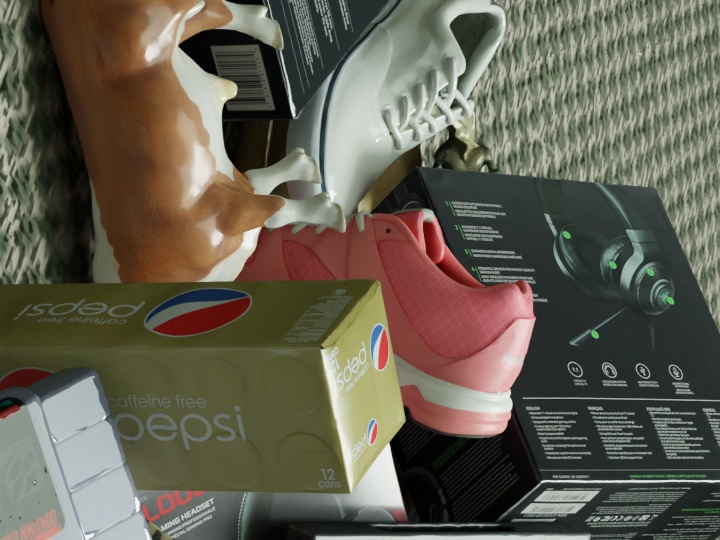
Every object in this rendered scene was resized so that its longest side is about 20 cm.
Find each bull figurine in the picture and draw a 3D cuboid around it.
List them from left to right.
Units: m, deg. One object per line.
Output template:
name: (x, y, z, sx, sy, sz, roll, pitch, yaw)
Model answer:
bull figurine: (-0.080, -0.051, 1.312, 0.065, 0.121, 0.201, -138, -147, -74)

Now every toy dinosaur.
toy dinosaur: (0.058, -0.020, 1.611, 0.088, 0.047, 0.200, -99, -174, -46)

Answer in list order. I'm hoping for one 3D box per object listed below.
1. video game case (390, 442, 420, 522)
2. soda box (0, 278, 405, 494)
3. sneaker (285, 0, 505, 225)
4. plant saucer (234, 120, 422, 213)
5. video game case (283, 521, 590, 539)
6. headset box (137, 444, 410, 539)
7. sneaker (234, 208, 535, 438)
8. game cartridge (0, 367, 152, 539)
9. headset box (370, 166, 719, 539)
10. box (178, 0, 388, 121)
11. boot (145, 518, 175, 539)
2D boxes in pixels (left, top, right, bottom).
video game case: (0.049, 0.121, 1.514, 0.200, 0.182, 0.022, -58, 165, -49)
soda box: (-0.087, 0.047, 1.180, 0.064, 0.199, 0.068, -48, 132, -55)
sneaker: (0.020, -0.093, 1.482, 0.200, 0.071, 0.073, -62, 144, -46)
plant saucer: (-0.021, -0.041, 1.522, 0.200, 0.035, 0.201, 0, 90, -65)
video game case: (0.020, 0.216, 1.339, 0.180, 0.025, 0.201, 5, 99, -42)
headset box: (-0.058, 0.124, 1.317, 0.149, 0.077, 0.200, -27, 122, -26)
sneaker: (0.000, 0.000, 1.375, 0.074, 0.200, 0.087, -7, 124, -65)
game cartridge: (-0.165, 0.130, 1.099, 0.200, 0.038, 0.130, -28, 113, -35)
headset box: (0.095, 0.045, 1.470, 0.174, 0.093, 0.200, 2, 55, -39)
box: (-0.059, -0.192, 1.388, 0.141, 0.079, 0.200, -52, 135, -49)
boot: (-0.078, 0.206, 1.229, 0.200, 0.073, 0.151, 38, 80, -23)
